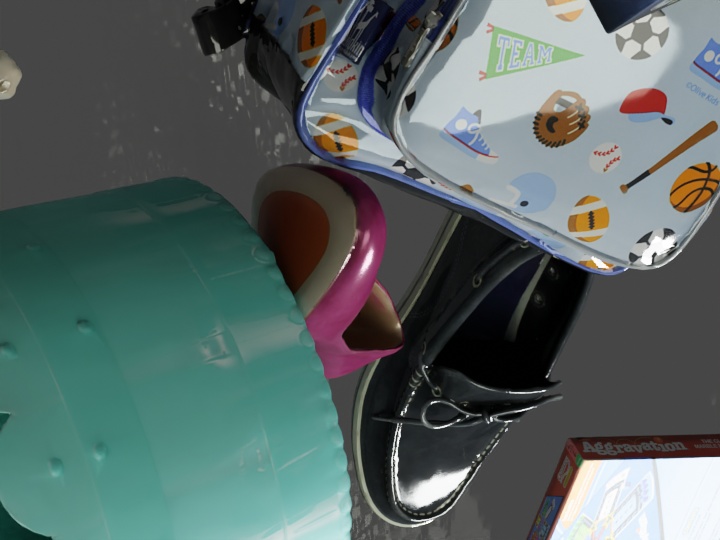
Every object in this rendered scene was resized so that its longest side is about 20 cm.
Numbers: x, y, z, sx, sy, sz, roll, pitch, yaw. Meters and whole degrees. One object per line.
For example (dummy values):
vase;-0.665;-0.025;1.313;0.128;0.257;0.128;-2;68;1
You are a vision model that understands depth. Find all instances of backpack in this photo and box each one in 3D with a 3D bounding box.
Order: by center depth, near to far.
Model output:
backpack;0.073;-0.107;0.931;0.199;0.154;0.191;22;101;-33

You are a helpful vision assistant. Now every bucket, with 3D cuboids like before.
bucket;-0.104;0.068;0.953;0.134;0.207;0.208;-18;134;-27

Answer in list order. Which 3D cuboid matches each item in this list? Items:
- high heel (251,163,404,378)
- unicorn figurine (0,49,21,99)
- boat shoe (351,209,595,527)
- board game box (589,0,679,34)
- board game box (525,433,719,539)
high heel;0.000;0.000;0.989;0.096;0.068;0.200;1;171;-18
unicorn figurine;-0.124;-0.133;0.872;0.137;0.074;0.201;-19;120;3
boat shoe;0.050;0.041;1.101;0.074;0.062;0.201;2;128;-29
board game box;0.128;-0.175;0.866;0.199;0.136;0.035;-27;177;-36
board game box;0.118;0.163;1.267;0.102;0.019;0.201;0;127;-28
